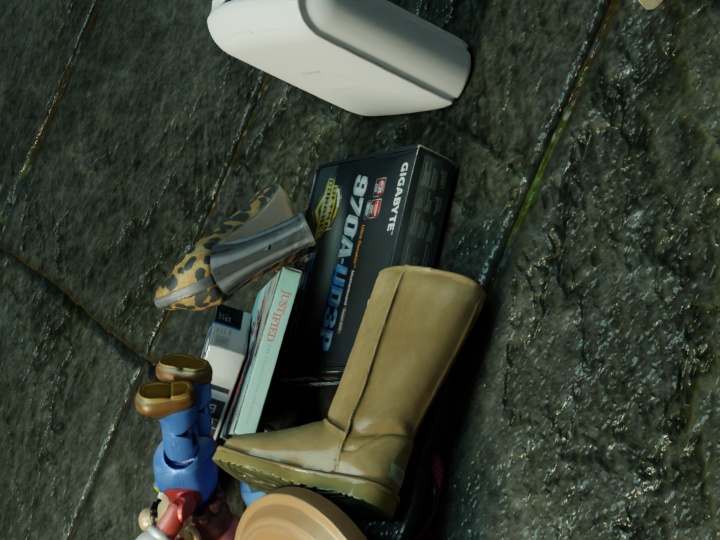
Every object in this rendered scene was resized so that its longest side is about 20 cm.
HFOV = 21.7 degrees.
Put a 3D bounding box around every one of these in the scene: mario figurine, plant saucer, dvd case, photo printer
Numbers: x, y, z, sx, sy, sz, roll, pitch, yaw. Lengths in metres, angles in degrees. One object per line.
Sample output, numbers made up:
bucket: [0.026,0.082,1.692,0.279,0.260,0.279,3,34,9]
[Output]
mario figurine: [-0.164,0.177,1.588,0.106,0.123,0.202,22,125,47]
plant saucer: [-0.037,0.267,1.445,0.200,0.032,0.202,26,125,44]
dvd case: [-0.091,0.079,1.641,0.200,0.022,0.147,149,137,-78]
photo printer: [-0.026,-0.202,1.644,0.166,0.199,0.070,1,72,55]

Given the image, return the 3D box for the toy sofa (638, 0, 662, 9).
toy sofa: [0.179,-0.290,1.396,0.098,0.199,0.083,-47,38,20]

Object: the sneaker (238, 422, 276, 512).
sneaker: [-0.052,0.192,1.553,0.200,0.065,0.079,-139,43,-57]

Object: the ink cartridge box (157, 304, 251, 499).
ink cartridge box: [-0.147,0.139,1.703,0.100,0.039,0.202,-93,20,-70]

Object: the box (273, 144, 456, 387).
box: [0.000,0.000,1.629,0.158,0.046,0.202,-6,67,55]

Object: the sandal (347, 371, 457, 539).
sandal: [0.039,0.170,1.486,0.075,0.045,0.201,-7,51,47]

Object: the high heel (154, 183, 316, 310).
high heel: [-0.117,-0.015,1.621,0.142,0.072,0.200,-26,8,-4]

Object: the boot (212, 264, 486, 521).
boot: [-0.008,0.090,1.499,0.174,0.066,0.201,11,66,26]
